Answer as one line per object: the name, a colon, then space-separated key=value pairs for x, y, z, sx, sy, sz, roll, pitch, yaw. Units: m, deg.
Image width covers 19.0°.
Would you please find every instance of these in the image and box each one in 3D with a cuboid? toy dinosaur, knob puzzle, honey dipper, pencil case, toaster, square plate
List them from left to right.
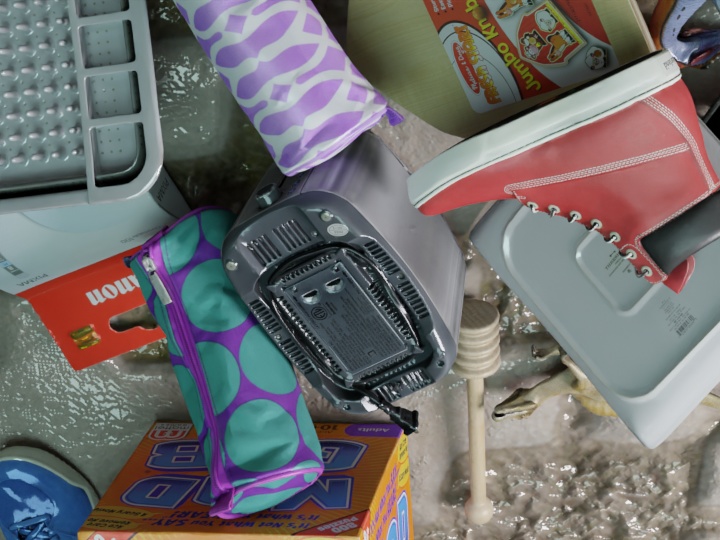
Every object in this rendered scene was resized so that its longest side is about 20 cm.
pencil case: x=-0.092 y=0.063 z=1.451 sx=0.085 sy=0.092 sz=0.200 roll=-32 pitch=73 yaw=38
pencil case: x=-0.061 y=-0.158 z=1.354 sx=0.200 sy=0.085 sz=0.084 roll=60 pitch=159 yaw=-6
toaster: x=0.000 y=0.000 z=1.450 sx=0.113 sy=0.129 sz=0.200 roll=-27 pitch=115 yaw=27
honey dipper: x=0.086 y=0.110 z=1.570 sx=0.038 sy=0.038 sz=0.200 roll=2 pitch=127 yaw=10
knob puzzle: x=0.079 y=-0.168 z=1.376 sx=0.219 sy=0.030 sz=0.220 roll=11 pitch=122 yaw=18
toy dinosaur: x=0.193 y=0.075 z=1.525 sx=0.199 sy=0.058 sz=0.101 roll=2 pitch=140 yaw=10
square plate: x=0.178 y=-0.011 z=1.405 sx=0.198 sy=0.028 sz=0.200 roll=51 pitch=129 yaw=16
toy dinosaur: x=0.225 y=-0.209 z=1.319 sx=0.181 sy=0.105 sz=0.200 roll=-39 pitch=73 yaw=44

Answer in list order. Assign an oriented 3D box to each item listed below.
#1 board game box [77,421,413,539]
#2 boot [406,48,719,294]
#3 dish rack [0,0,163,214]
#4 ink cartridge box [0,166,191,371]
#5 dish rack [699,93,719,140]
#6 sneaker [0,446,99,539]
board game box: x=-0.073 y=0.239 z=1.561 sx=0.199 sy=0.200 sz=0.200 roll=0 pitch=108 yaw=11
boot: x=0.134 y=-0.037 z=1.352 sx=0.200 sy=0.072 sz=0.145 roll=-21 pitch=97 yaw=30
dish rack: x=-0.224 y=-0.125 z=1.426 sx=0.199 sy=0.044 sz=0.172 roll=-6 pitch=93 yaw=15
ink cartridge box: x=-0.197 y=-0.017 z=1.526 sx=0.160 sy=0.047 sz=0.200 roll=-20 pitch=116 yaw=22
dish rack: x=0.302 y=-0.046 z=1.399 sx=0.200 sy=0.055 sz=0.154 roll=31 pitch=126 yaw=-3
sneaker: x=-0.238 y=0.239 z=1.674 sx=0.077 sy=0.111 sz=0.200 roll=-13 pitch=121 yaw=19
